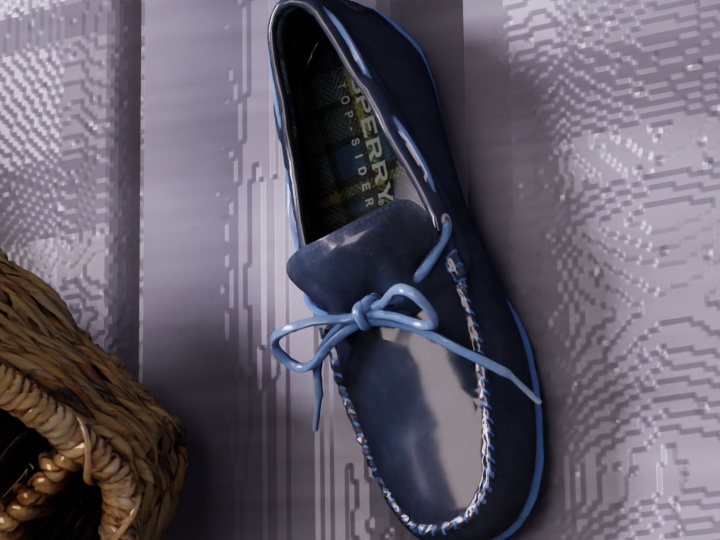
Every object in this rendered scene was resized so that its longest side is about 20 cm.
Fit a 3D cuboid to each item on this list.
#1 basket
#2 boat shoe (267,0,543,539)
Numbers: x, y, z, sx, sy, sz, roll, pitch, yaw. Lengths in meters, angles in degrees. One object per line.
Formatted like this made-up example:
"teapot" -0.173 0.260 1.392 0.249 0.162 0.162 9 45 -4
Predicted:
"basket" -0.164 0.105 0.972 0.143 0.149 0.200 45 102 3
"boat shoe" 0.000 0.000 0.973 0.084 0.069 0.201 -31 63 20
